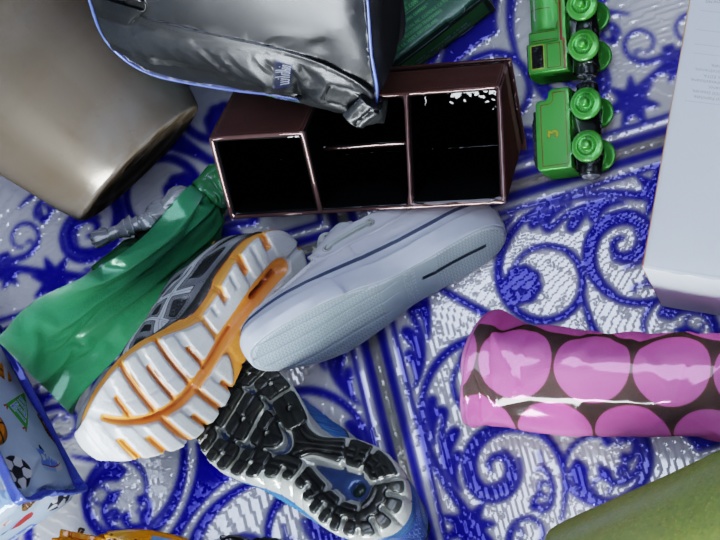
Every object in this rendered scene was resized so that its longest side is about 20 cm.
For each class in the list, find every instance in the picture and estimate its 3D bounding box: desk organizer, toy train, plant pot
[{"bbox_3d":[0.005,-0.087,1.460,0.199,0.072,0.077,-3,33,16],"label":"desk organizer"},{"bbox_3d":[0.141,-0.158,1.483,0.056,0.042,0.201,-7,76,23],"label":"toy train"},{"bbox_3d":[0.218,0.196,1.323,0.184,0.200,0.201,-20,74,21],"label":"plant pot"},{"bbox_3d":[-0.213,-0.134,1.499,0.200,0.200,0.174,-44,88,1],"label":"plant pot"}]

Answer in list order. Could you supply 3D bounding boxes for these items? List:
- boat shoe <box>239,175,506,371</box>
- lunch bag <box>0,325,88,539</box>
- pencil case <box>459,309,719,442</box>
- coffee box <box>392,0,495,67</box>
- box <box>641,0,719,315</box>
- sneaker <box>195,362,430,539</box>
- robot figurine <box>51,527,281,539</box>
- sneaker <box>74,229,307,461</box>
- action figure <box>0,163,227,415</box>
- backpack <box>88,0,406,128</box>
[{"bbox_3d":[0.000,0.000,1.460,0.199,0.074,0.067,-25,56,-17],"label":"boat shoe"},{"bbox_3d":[-0.312,0.111,1.484,0.170,0.124,0.200,-35,79,13],"label":"lunch bag"},{"bbox_3d":[0.167,0.067,1.404,0.199,0.094,0.091,4,124,14],"label":"pencil case"},{"bbox_3d":[-0.008,-0.230,1.531,0.123,0.044,0.200,-37,73,4],"label":"coffee box"},{"bbox_3d":[0.251,-0.077,1.393,0.097,0.124,0.201,9,80,15],"label":"box"},{"bbox_3d":[-0.032,0.133,1.441,0.200,0.089,0.079,34,81,38],"label":"sneaker"},{"bbox_3d":[-0.118,0.242,1.447,0.199,0.058,0.146,9,83,15],"label":"robot figurine"},{"bbox_3d":[-0.120,0.051,1.465,0.200,0.078,0.077,-45,30,-20],"label":"sneaker"},{"bbox_3d":[-0.158,-0.001,1.498,0.200,0.118,0.055,-43,60,-7],"label":"action figure"},{"bbox_3d":[-0.073,-0.206,1.404,0.199,0.184,0.147,6,46,13],"label":"backpack"}]
